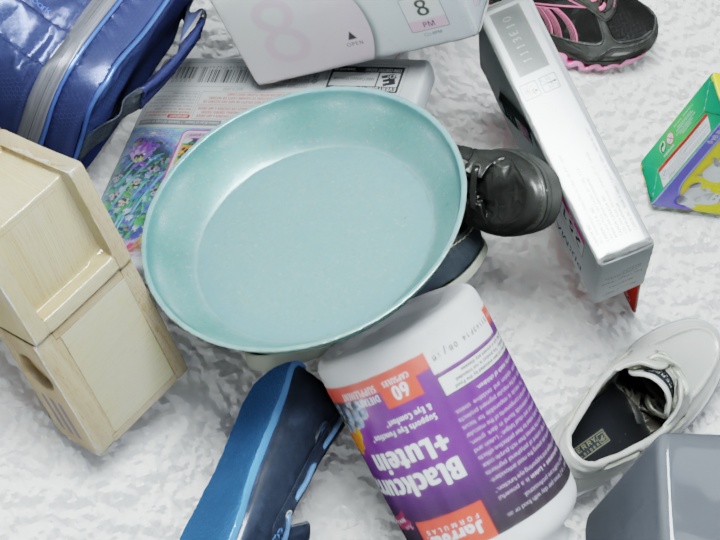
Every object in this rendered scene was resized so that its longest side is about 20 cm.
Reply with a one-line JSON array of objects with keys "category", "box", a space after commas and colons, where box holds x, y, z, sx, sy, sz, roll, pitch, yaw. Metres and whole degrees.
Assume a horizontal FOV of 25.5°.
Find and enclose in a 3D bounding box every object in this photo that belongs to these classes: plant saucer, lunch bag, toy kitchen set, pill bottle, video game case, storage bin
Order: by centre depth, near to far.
[{"category": "plant saucer", "box": [-0.031, -0.025, 0.948, 0.200, 0.036, 0.200, -9, 50, 11]}, {"category": "toy kitchen set", "box": [-0.252, 0.021, 0.951, 0.200, 0.181, 0.163, 23, 58, 39]}, {"category": "pill bottle", "box": [0.065, 0.119, 0.986, 0.111, 0.111, 0.200, -32, 98, -33]}, {"category": "storage bin", "box": [0.227, 0.182, 0.999, 0.134, 0.200, 0.146, 6, 61, -7]}, {"category": "video game case", "box": [-0.068, -0.066, 1.033, 0.200, 0.024, 0.182, 4, 55, 22]}, {"category": "lunch bag", "box": [-0.179, -0.161, 1.037, 0.132, 0.136, 0.200, 32, 55, -4]}]

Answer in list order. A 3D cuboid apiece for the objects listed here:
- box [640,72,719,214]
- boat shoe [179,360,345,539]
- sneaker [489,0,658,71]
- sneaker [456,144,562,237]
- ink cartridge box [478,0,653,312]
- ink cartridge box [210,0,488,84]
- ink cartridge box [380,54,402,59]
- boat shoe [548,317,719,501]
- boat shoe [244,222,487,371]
[{"category": "box", "box": [0.331, -0.086, 1.221, 0.200, 0.117, 0.048, 4, 56, -20]}, {"category": "boat shoe", "box": [-0.055, 0.150, 0.951, 0.069, 0.084, 0.200, 36, 65, -22]}, {"category": "sneaker", "box": [0.152, -0.224, 1.234, 0.200, 0.095, 0.079, 19, 56, -14]}, {"category": "sneaker", "box": [0.031, -0.062, 1.064, 0.104, 0.200, 0.060, -7, 110, -39]}, {"category": "ink cartridge box", "box": [0.141, -0.071, 1.121, 0.044, 0.174, 0.200, -23, 72, -2]}, {"category": "ink cartridge box", "box": [-0.031, -0.217, 0.977, 0.200, 0.162, 0.057, 58, 34, -39]}, {"category": "ink cartridge box", "box": [0.025, -0.227, 1.120, 0.084, 0.200, 0.146, 36, 56, 2]}, {"category": "boat shoe", "box": [0.196, 0.087, 1.103, 0.200, 0.066, 0.072, -29, 77, -32]}, {"category": "boat shoe", "box": [0.000, 0.000, 1.060, 0.200, 0.075, 0.062, -25, 111, -25]}]
